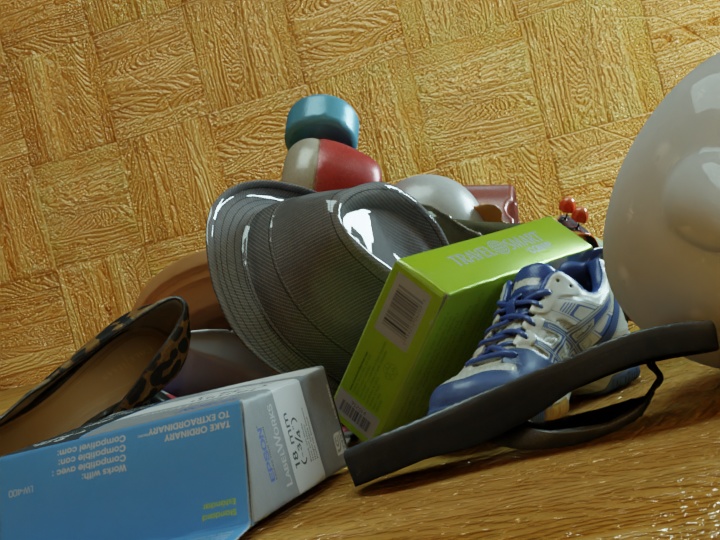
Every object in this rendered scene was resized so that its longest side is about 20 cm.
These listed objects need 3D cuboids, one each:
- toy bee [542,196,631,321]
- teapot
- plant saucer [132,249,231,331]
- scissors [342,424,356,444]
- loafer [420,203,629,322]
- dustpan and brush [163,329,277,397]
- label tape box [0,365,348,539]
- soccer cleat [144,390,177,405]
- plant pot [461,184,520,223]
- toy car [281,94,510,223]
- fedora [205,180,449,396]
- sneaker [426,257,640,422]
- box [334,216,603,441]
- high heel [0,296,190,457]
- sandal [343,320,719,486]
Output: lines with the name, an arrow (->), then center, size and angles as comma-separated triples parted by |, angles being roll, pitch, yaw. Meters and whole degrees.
toy bee -> 0.185, -0.005, 1.278 | 0.131, 0.109, 0.200 | 32, 26, 26
teapot -> 0.240, -0.019, 0.815 | 0.200, 0.198, 0.146 | -35, 47, -22
plant saucer -> -0.075, 0.058, 1.151 | 0.199, 0.038, 0.200 | -1, -41, -1
scissors -> -0.004, 0.104, 0.991 | 0.073, 0.014, 0.200 | -12, -1, -12
loafer -> 0.120, -0.007, 1.144 | 0.200, 0.070, 0.075 | 25, -6, -17
dustpan and brush -> -0.044, 0.080, 1.104 | 0.199, 0.057, 0.140 | 17, -25, -3
label tape box -> -0.105, 0.106, 0.795 | 0.144, 0.063, 0.200 | -14, 0, 17
soccer cleat -> -0.140, 0.113, 1.072 | 0.073, 0.068, 0.200 | -5, -4, -26
plant pot -> 0.054, 0.004, 1.408 | 0.195, 0.201, 0.201 | -5, 2, 9
toy car -> 0.027, -0.019, 1.227 | 0.199, 0.185, 0.177 | 8, -43, -2
fedora -> 0.000, 0.000, 1.026 | 0.090, 0.177, 0.200 | -34, -44, 32
sneaker -> 0.094, 0.044, 0.899 | 0.075, 0.088, 0.200 | -11, 4, 34
box -> 0.075, 0.035, 0.985 | 0.048, 0.122, 0.200 | 38, 31, 26
high heel -> -0.182, 0.085, 0.907 | 0.143, 0.071, 0.200 | -53, -10, 29
sandal -> 0.091, 0.075, 0.777 | 0.200, 0.043, 0.076 | -23, -8, 10
